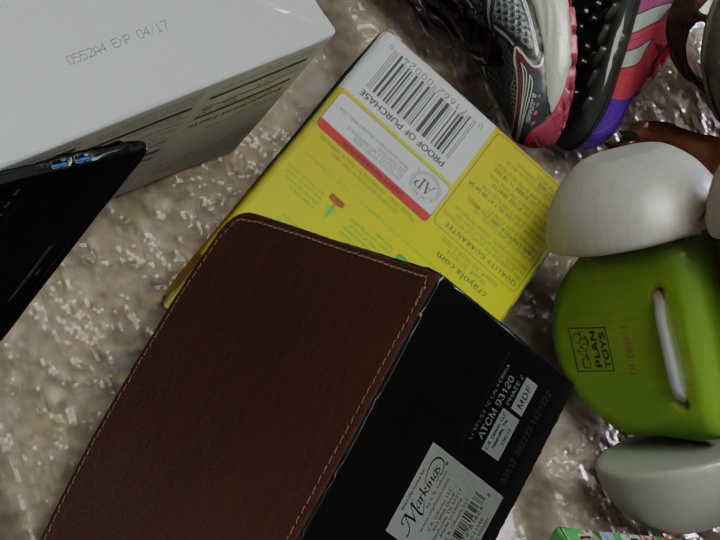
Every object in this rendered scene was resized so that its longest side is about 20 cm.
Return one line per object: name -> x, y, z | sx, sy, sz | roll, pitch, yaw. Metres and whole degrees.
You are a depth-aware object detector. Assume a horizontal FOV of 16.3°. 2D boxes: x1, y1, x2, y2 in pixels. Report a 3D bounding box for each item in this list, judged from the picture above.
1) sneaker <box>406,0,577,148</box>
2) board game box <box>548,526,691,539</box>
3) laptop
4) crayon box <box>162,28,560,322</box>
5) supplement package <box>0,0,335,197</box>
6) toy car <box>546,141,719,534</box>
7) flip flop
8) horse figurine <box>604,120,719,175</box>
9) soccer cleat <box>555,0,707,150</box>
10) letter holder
sneaker -> 0.046, -0.144, 1.218 | 0.074, 0.081, 0.201 | -18, 67, -17
board game box -> 0.170, 0.192, 1.073 | 0.134, 0.029, 0.201 | 8, 34, -29
laptop -> -0.175, 0.053, 0.922 | 0.199, 0.177, 0.104 | -16, 74, -34
crayon box -> 0.000, 0.000, 1.126 | 0.127, 0.051, 0.200 | 42, 52, -4
supplement package -> -0.144, -0.109, 1.066 | 0.199, 0.111, 0.156 | -25, 79, -36
toy car -> 0.188, 0.018, 1.135 | 0.150, 0.199, 0.176 | -27, 106, -50
flip flop -> 0.181, -0.119, 1.240 | 0.057, 0.082, 0.200 | 16, 15, 9
horse figurine -> 0.219, -0.033, 1.267 | 0.199, 0.050, 0.133 | -22, 81, -31
soccer cleat -> 0.144, -0.134, 1.271 | 0.073, 0.068, 0.201 | 31, 52, -19
letter holder -> -0.033, 0.094, 1.005 | 0.100, 0.142, 0.201 | 38, 76, -42
